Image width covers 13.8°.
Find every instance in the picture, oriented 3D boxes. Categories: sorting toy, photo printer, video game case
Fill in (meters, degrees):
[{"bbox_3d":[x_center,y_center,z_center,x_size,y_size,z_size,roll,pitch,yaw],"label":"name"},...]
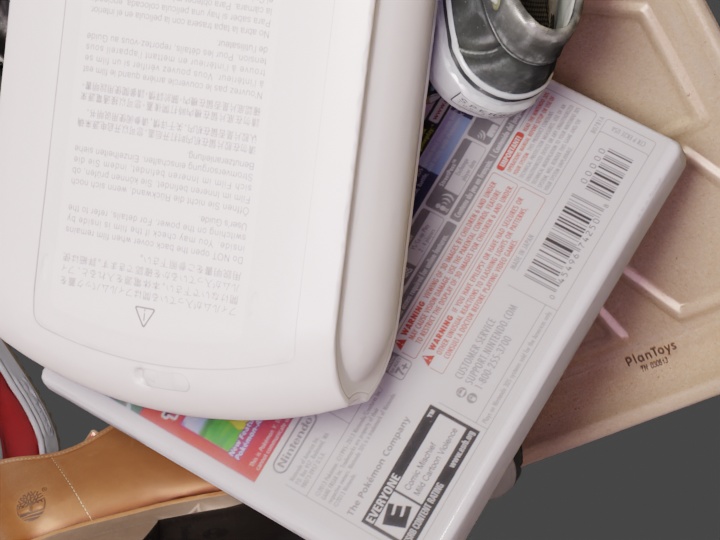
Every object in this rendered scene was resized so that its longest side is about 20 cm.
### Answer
[{"bbox_3d":[0.084,-0.036,1.193,0.184,0.036,0.201,-23,98,32],"label":"sorting toy"},{"bbox_3d":[-0.057,-0.047,1.097,0.165,0.069,0.202,9,97,24],"label":"photo printer"},{"bbox_3d":[0.000,0.000,1.143,0.182,0.023,0.201,28,82,23],"label":"video game case"}]

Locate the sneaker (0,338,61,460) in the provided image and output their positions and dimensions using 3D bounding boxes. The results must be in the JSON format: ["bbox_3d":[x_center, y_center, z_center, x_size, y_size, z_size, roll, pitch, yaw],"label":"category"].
[{"bbox_3d":[-0.212,0.022,1.257,0.071,0.112,0.200,-40,84,17],"label":"sneaker"}]

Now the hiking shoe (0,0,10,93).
[{"bbox_3d":[-0.183,-0.135,1.241,0.199,0.101,0.076,32,101,8],"label":"hiking shoe"}]

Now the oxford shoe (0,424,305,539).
[{"bbox_3d":[-0.058,0.080,1.227,0.199,0.071,0.072,-11,63,-18],"label":"oxford shoe"}]

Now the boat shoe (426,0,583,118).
[{"bbox_3d":[0.060,-0.156,1.115,0.071,0.072,0.201,-37,51,51],"label":"boat shoe"}]

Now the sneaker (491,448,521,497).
[{"bbox_3d":[-0.014,0.032,1.194,0.076,0.076,0.200,-34,54,-23],"label":"sneaker"}]

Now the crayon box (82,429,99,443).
[{"bbox_3d":[-0.082,0.181,1.276,0.200,0.051,0.127,39,103,7],"label":"crayon box"}]
